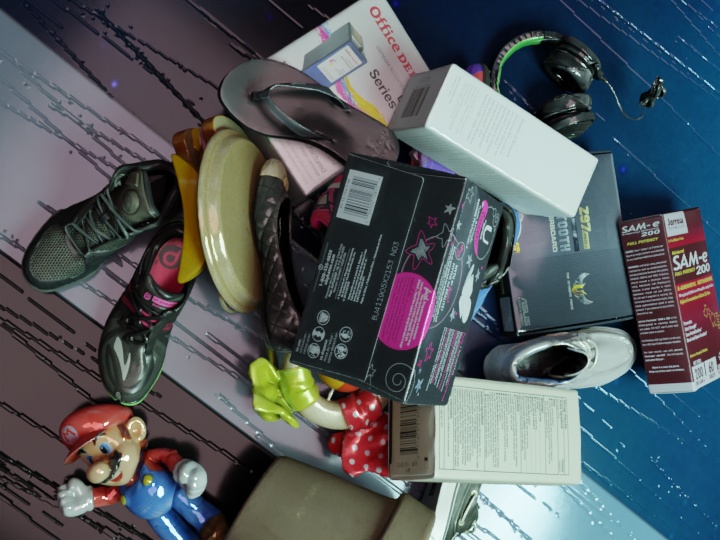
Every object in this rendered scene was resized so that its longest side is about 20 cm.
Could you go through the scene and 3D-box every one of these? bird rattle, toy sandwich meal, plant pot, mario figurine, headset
[{"bbox_3d":[-0.021,0.122,0.937,0.197,0.113,0.166,25,95,-7],"label":"bird rattle"},{"bbox_3d":[-0.142,-0.057,0.915,0.069,0.205,0.210,-5,87,16],"label":"toy sandwich meal"},{"bbox_3d":[-0.044,0.285,0.904,0.173,0.200,0.202,32,80,5],"label":"plant pot"},{"bbox_3d":[-0.229,0.223,0.896,0.200,0.106,0.124,47,69,-10],"label":"mario figurine"},{"bbox_3d":[0.251,-0.216,1.043,0.195,0.094,0.126,9,85,-1],"label":"headset"}]

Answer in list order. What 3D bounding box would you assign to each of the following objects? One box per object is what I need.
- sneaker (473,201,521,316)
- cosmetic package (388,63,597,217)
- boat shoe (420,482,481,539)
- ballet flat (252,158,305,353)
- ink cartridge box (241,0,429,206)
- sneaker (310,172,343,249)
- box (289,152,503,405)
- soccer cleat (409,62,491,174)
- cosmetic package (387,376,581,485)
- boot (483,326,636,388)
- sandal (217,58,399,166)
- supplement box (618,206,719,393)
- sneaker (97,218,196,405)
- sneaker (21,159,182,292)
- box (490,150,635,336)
[{"bbox_3d":[0.106,0.013,0.965,0.076,0.111,0.202,36,97,11],"label":"sneaker"},{"bbox_3d":[0.139,-0.132,0.936,0.198,0.101,0.072,28,85,-22],"label":"cosmetic package"},{"bbox_3d":[0.104,0.265,0.991,0.063,0.071,0.203,23,79,-10],"label":"boat shoe"},{"bbox_3d":[-0.074,-0.017,0.901,0.056,0.066,0.205,-10,76,16],"label":"ballet flat"},{"bbox_3d":[-0.027,-0.189,0.981,0.198,0.087,0.147,-34,94,-15],"label":"ink cartridge box"},{"bbox_3d":[0.000,0.000,0.951,0.075,0.079,0.202,-49,124,-41],"label":"sneaker"},{"bbox_3d":[0.035,0.011,0.835,0.130,0.114,0.204,15,87,28],"label":"box"},{"bbox_3d":[0.096,-0.149,1.019,0.072,0.068,0.204,17,85,-7],"label":"soccer cleat"},{"bbox_3d":[0.132,0.172,0.936,0.197,0.087,0.106,11,72,-30],"label":"cosmetic package"},{"bbox_3d":[0.246,0.106,1.021,0.196,0.095,0.075,-9,89,-14],"label":"boot"},{"bbox_3d":[-0.048,-0.161,0.907,0.197,0.043,0.078,21,82,-10],"label":"sandal"},{"bbox_3d":[0.373,0.033,1.052,0.108,0.060,0.205,-10,89,-45],"label":"supplement box"},{"bbox_3d":[-0.221,0.038,0.921,0.075,0.084,0.204,19,82,-10],"label":"sneaker"},{"bbox_3d":[-0.262,-0.051,0.904,0.197,0.114,0.077,-32,92,-11],"label":"sneaker"},{"bbox_3d":[0.233,-0.032,1.050,0.154,0.051,0.205,-6,88,-14],"label":"box"}]
